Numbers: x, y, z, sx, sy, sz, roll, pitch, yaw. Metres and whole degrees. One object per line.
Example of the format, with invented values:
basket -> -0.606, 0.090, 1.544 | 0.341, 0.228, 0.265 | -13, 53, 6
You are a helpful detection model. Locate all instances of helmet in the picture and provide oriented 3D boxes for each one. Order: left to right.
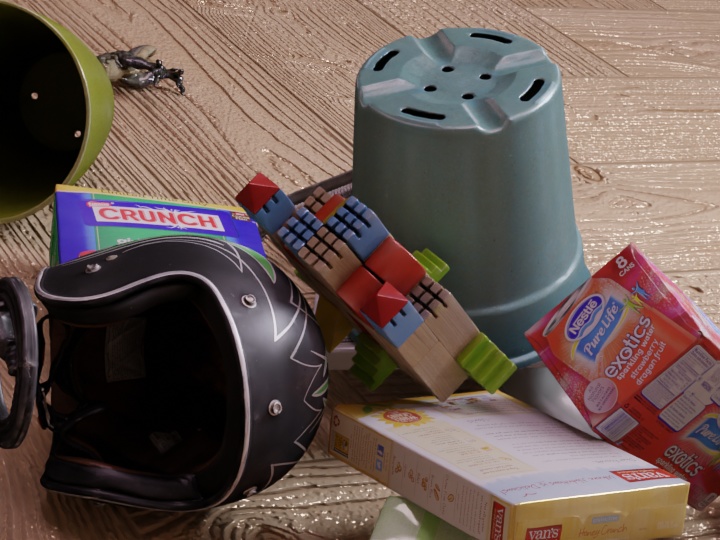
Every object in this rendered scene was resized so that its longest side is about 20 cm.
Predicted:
helmet -> -0.116, 0.067, 1.305 | 0.190, 0.201, 0.200 | -1, 25, -3

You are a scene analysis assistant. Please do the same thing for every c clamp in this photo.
c clamp -> -0.030, -0.066, 1.709 | 0.199, 0.027, 0.171 | -20, 13, 31

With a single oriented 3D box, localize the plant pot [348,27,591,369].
plant pot -> 0.074, -0.060, 1.452 | 0.199, 0.197, 0.201 | -3, 34, 2

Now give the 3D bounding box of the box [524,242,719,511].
box -> 0.212, 0.077, 1.363 | 0.200, 0.100, 0.096 | 36, 17, -51

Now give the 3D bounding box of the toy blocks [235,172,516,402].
toy blocks -> 0.000, 0.000, 1.307 | 0.200, 0.100, 0.137 | 40, -7, 41

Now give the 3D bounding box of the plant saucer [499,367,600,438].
plant saucer -> 0.196, 0.075, 1.529 | 0.199, 0.050, 0.201 | 11, 44, -11

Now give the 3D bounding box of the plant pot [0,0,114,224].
plant pot -> -0.292, -0.142, 1.728 | 0.186, 0.188, 0.200 | 16, 9, 9

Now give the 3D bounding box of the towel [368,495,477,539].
towel -> 0.055, 0.223, 1.156 | 0.148, 0.031, 0.200 | 18, 44, 6

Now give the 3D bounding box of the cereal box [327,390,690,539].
cereal box -> 0.091, 0.126, 1.256 | 0.143, 0.040, 0.200 | -2, 15, -33

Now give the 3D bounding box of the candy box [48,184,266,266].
candy box -> -0.157, 0.013, 1.540 | 0.168, 0.077, 0.200 | 6, 24, -14

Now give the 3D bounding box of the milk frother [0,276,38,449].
milk frother -> -0.298, 0.089, 1.157 | 0.188, 0.201, 0.180 | -13, 38, -43

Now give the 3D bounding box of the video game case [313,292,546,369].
video game case -> 0.065, 0.014, 1.539 | 0.199, 0.024, 0.182 | -1, 36, 5

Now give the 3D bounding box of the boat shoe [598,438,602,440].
boat shoe -> 0.126, 0.174, 1.331 | 0.072, 0.068, 0.200 | 35, 29, 27

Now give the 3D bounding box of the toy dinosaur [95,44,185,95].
toy dinosaur -> -0.231, -0.207, 2.030 | 0.088, 0.048, 0.200 | 14, 20, 20
